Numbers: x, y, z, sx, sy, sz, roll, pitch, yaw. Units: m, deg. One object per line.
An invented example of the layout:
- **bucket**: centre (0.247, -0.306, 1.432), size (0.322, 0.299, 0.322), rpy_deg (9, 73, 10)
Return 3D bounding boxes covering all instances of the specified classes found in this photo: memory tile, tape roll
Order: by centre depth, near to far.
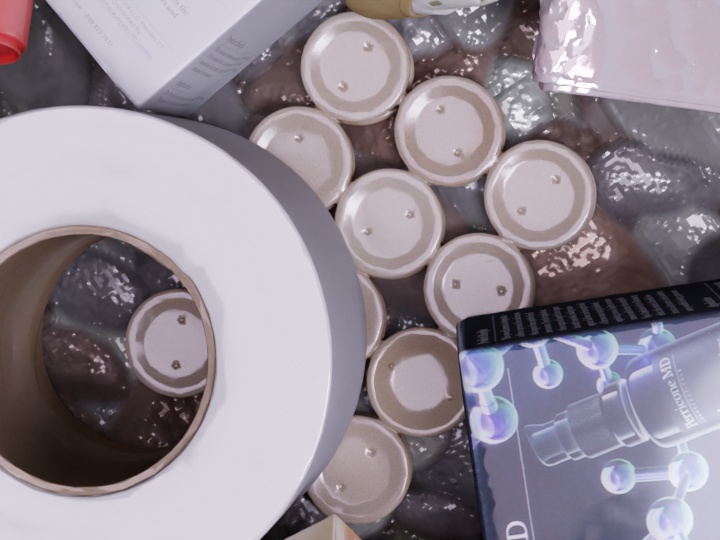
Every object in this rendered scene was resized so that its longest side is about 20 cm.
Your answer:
- **tape roll**: centre (-0.102, 0.033, 0.917), size (0.202, 0.139, 0.203), rpy_deg (0, 92, 7)
- **memory tile**: centre (0.000, 0.000, 0.983), size (0.153, 0.017, 0.200), rpy_deg (34, 95, 4)

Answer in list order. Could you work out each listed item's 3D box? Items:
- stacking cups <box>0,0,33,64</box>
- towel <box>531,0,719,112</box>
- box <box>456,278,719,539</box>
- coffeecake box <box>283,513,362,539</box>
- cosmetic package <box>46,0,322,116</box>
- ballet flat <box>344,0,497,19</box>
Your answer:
- **stacking cups**: centre (-0.151, -0.189, 0.949), size (0.060, 0.061, 0.200), rpy_deg (2, 80, 6)
- **towel**: centre (0.169, -0.164, 0.910), size (0.191, 0.032, 0.200), rpy_deg (5, 96, -23)
- **box**: centre (0.148, 0.083, 0.917), size (0.200, 0.107, 0.149), rpy_deg (-9, 95, 4)
- **coffeecake box**: centre (-0.014, 0.213, 0.901), size (0.153, 0.073, 0.200), rpy_deg (-29, 122, 22)
- **cosmetic package**: centre (-0.035, -0.159, 0.934), size (0.200, 0.113, 0.081), rpy_deg (-41, 88, 4)
- **ballet flat**: centre (0.048, -0.141, 0.871), size (0.069, 0.200, 0.063), rpy_deg (-30, 79, -29)
